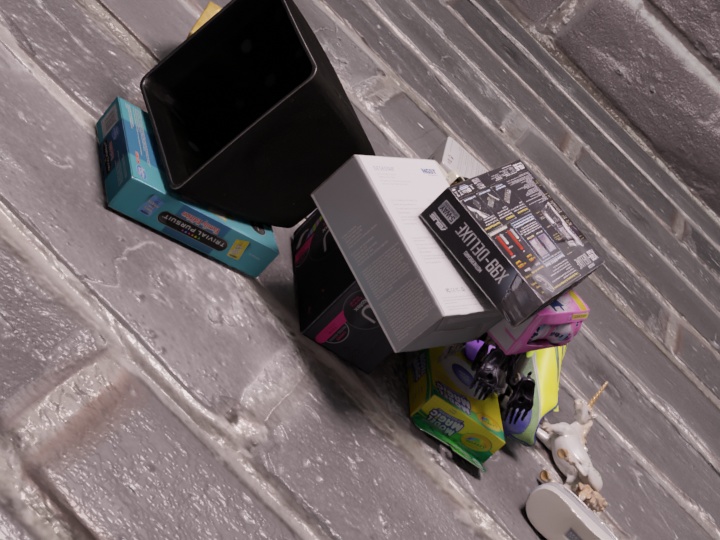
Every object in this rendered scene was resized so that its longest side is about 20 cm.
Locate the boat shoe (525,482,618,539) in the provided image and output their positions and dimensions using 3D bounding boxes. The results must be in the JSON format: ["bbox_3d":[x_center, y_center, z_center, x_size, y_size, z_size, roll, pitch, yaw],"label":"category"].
[{"bbox_3d":[0.274,0.328,1.493,0.200,0.072,0.068,42,22,16],"label":"boat shoe"}]

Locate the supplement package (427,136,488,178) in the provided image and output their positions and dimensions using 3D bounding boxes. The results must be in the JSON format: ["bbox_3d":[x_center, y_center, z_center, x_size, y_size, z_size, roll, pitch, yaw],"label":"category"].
[{"bbox_3d":[0.162,-0.078,1.902,0.200,0.117,0.117,41,23,-10],"label":"supplement package"}]

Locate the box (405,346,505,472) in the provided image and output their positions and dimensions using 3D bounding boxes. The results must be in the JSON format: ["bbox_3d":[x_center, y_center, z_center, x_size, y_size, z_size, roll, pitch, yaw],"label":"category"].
[{"bbox_3d":[0.111,0.146,1.537,0.117,0.048,0.200,35,27,-21],"label":"box"}]

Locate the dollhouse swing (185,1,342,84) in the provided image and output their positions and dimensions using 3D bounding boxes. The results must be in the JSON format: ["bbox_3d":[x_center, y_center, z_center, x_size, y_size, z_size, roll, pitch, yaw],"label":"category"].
[{"bbox_3d":[-0.157,-0.211,1.661,0.199,0.176,0.182,30,-14,-9],"label":"dollhouse swing"}]

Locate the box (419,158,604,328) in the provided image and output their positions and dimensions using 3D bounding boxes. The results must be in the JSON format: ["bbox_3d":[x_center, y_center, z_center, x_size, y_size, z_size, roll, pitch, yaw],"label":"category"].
[{"bbox_3d":[0.171,-0.035,1.402,0.158,0.050,0.200,51,31,8],"label":"box"}]

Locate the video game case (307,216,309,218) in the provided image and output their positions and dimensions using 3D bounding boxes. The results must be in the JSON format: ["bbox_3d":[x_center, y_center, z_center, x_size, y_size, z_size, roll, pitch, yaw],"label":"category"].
[{"bbox_3d":[-0.034,-0.094,1.724,0.200,0.023,0.182,52,24,12],"label":"video game case"}]

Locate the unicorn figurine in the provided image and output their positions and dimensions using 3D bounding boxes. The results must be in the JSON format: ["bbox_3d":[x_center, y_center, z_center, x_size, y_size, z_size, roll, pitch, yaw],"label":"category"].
[{"bbox_3d":[0.269,0.227,1.653,0.137,0.074,0.201,25,46,-39],"label":"unicorn figurine"}]

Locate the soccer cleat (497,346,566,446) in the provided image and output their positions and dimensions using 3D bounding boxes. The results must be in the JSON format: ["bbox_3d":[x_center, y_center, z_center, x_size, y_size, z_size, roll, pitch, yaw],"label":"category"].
[{"bbox_3d":[0.227,0.135,1.622,0.084,0.065,0.200,43,55,-13],"label":"soccer cleat"}]

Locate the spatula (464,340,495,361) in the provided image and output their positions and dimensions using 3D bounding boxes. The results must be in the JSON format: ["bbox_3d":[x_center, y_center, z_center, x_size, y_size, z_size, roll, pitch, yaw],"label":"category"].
[{"bbox_3d":[0.106,0.064,1.583,0.200,0.021,0.057,38,27,-9],"label":"spatula"}]

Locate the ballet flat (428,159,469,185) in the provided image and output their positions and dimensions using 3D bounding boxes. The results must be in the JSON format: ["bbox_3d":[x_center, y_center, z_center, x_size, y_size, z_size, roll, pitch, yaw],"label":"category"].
[{"bbox_3d":[0.085,-0.101,1.568,0.068,0.068,0.200,50,21,16],"label":"ballet flat"}]

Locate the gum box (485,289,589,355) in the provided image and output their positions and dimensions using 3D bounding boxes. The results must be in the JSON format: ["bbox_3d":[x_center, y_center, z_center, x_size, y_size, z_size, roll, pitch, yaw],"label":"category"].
[{"bbox_3d":[0.163,0.008,1.474,0.113,0.066,0.200,-3,47,-49],"label":"gum box"}]

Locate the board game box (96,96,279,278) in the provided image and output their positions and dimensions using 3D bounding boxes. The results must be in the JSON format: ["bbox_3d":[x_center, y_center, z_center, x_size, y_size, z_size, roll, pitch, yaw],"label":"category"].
[{"bbox_3d":[-0.192,-0.091,1.421,0.200,0.047,0.151,28,28,-35],"label":"board game box"}]

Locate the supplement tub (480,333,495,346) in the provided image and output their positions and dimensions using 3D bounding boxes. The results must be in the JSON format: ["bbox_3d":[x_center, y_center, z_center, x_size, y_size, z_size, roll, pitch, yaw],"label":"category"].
[{"bbox_3d":[0.181,0.023,1.760,0.200,0.123,0.122,54,25,19],"label":"supplement tub"}]

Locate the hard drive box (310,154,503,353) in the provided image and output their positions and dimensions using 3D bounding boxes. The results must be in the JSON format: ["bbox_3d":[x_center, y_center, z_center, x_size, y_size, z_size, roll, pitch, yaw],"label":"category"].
[{"bbox_3d":[0.060,-0.021,1.377,0.156,0.077,0.201,-2,59,-53],"label":"hard drive box"}]

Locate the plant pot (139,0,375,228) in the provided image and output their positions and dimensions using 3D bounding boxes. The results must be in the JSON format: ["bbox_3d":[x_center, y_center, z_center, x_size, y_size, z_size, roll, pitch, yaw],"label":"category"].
[{"bbox_3d":[-0.098,-0.168,1.422,0.177,0.200,0.200,37,21,-44],"label":"plant pot"}]

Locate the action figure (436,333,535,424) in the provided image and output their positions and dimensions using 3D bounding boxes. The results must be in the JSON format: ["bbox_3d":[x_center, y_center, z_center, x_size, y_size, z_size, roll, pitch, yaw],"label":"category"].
[{"bbox_3d":[0.148,0.091,1.510,0.119,0.102,0.200,30,24,-17],"label":"action figure"}]

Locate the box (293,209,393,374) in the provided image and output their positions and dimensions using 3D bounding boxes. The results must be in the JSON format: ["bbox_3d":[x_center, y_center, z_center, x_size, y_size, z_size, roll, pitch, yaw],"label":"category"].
[{"bbox_3d":[0.000,0.000,1.495,0.106,0.122,0.200,33,25,-26],"label":"box"}]
